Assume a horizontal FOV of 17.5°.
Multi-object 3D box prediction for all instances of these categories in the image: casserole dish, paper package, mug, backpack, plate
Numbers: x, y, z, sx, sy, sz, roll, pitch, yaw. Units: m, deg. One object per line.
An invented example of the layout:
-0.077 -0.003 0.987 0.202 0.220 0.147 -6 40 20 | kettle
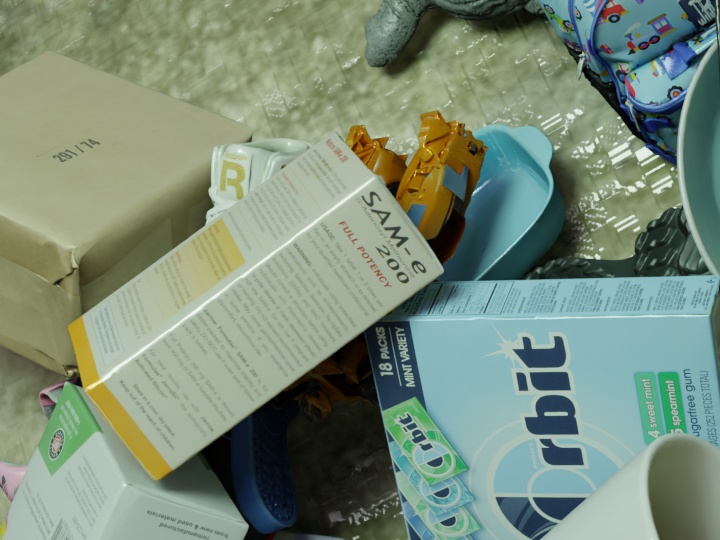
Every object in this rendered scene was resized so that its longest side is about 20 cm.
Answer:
0.053 -0.007 1.474 0.200 0.039 0.121 -44 36 5 | casserole dish
-0.197 -0.042 1.524 0.190 0.104 0.200 23 36 25 | paper package
0.145 0.201 1.247 0.153 0.149 0.187 -36 33 30 | mug
0.198 -0.174 1.389 0.182 0.200 0.135 -33 57 10 | backpack
0.255 -0.053 1.329 0.026 0.200 0.201 -14 57 59 | plate

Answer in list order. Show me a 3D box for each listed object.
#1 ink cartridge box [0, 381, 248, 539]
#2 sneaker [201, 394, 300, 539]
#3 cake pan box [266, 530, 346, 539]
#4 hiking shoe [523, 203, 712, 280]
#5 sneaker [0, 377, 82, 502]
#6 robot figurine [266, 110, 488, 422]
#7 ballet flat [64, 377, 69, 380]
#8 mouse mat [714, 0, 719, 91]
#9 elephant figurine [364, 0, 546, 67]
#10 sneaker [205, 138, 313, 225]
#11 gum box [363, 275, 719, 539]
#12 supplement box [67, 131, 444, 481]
-0.161 0.191 1.370 0.200 0.087 0.145 -63 28 10 | ink cartridge box
-0.086 0.105 1.463 0.078 0.070 0.200 -29 29 17 | sneaker
-0.100 0.255 1.448 0.184 0.052 0.201 5 71 32 | cake pan box
0.163 0.030 1.393 0.200 0.087 0.075 -24 42 44 | hiking shoe
-0.157 0.079 1.496 0.082 0.070 0.200 32 60 2 | sneaker
0.000 0.000 1.437 0.145 0.058 0.200 -8 50 48 | robot figurine
-0.181 0.059 1.571 0.067 0.062 0.200 -30 58 12 | ballet flat
0.265 -0.117 1.322 0.008 0.160 0.201 -6 85 60 | mouse mat
0.100 -0.223 1.526 0.141 0.155 0.201 14 84 -12 | elephant figurine
-0.090 -0.020 1.460 0.073 0.200 0.116 11 116 27 | sneaker
0.114 0.088 1.328 0.199 0.170 0.045 -1 30 20 | gum box
-0.062 0.017 1.325 0.200 0.074 0.126 -36 19 1 | supplement box
